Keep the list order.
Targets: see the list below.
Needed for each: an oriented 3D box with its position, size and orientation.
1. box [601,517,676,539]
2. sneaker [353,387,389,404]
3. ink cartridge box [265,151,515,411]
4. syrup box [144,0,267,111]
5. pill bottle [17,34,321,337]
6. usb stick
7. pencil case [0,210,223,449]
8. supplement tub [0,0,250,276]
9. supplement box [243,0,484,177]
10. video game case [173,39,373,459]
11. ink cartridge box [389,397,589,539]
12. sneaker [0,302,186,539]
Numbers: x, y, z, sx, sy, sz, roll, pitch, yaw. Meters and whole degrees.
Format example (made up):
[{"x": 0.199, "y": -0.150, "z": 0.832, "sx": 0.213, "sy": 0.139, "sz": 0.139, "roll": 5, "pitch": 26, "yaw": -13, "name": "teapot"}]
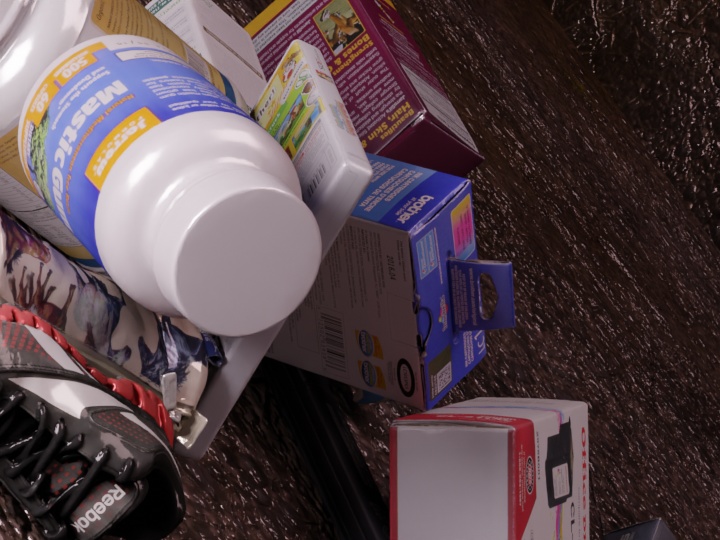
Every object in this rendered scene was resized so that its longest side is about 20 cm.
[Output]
[{"x": 0.189, "y": 0.282, "z": 1.595, "sx": 0.158, "sy": 0.051, "sz": 0.200, "roll": 55, "pitch": 36, "yaw": -20, "name": "box"}, {"x": -0.033, "y": 0.010, "z": 1.750, "sx": 0.072, "sy": 0.072, "sz": 0.200, "roll": -24, "pitch": 65, "yaw": -43, "name": "sneaker"}, {"x": 0.000, "y": 0.000, "z": 1.552, "sx": 0.200, "sy": 0.137, "sz": 0.076, "roll": 18, "pitch": 41, "yaw": 32, "name": "ink cartridge box"}, {"x": -0.114, "y": -0.116, "z": 1.781, "sx": 0.081, "sy": 0.079, "sz": 0.200, "roll": 40, "pitch": 19, "yaw": -35, "name": "syrup box"}, {"x": -0.098, "y": -0.043, "z": 1.304, "sx": 0.112, "sy": 0.112, "sz": 0.200, "roll": 40, "pitch": 1, "yaw": -35, "name": "pill bottle"}, {"x": -0.018, "y": 0.119, "z": 1.596, "sx": 0.055, "sy": 0.033, "sz": 0.200, "roll": 45, "pitch": 14, "yaw": -51, "name": "usb stick"}, {"x": -0.159, "y": 0.030, "z": 1.309, "sx": 0.089, "sy": 0.078, "sz": 0.200, "roll": 30, "pitch": -2, "yaw": 40, "name": "pencil case"}, {"x": -0.176, "y": -0.103, "z": 1.447, "sx": 0.200, "sy": 0.145, "sz": 0.145, "roll": 40, "pitch": 18, "yaw": -35, "name": "supplement tub"}, {"x": -0.008, "y": -0.138, "z": 2.039, "sx": 0.103, "sy": 0.131, "sz": 0.200, "roll": 31, "pitch": 25, "yaw": -51, "name": "supplement box"}, {"x": -0.064, "y": -0.016, "z": 1.440, "sx": 0.023, "sy": 0.200, "sz": 0.182, "roll": 24, "pitch": 20, "yaw": -22, "name": "video game case"}, {"x": 0.085, "y": 0.159, "z": 1.574, "sx": 0.200, "sy": 0.083, "sz": 0.146, "roll": -6, "pitch": 95, "yaw": -71, "name": "ink cartridge box"}, {"x": -0.153, "y": 0.080, "z": 1.223, "sx": 0.200, "sy": 0.071, "sz": 0.098, "roll": 36, "pitch": 19, "yaw": -46, "name": "sneaker"}]
